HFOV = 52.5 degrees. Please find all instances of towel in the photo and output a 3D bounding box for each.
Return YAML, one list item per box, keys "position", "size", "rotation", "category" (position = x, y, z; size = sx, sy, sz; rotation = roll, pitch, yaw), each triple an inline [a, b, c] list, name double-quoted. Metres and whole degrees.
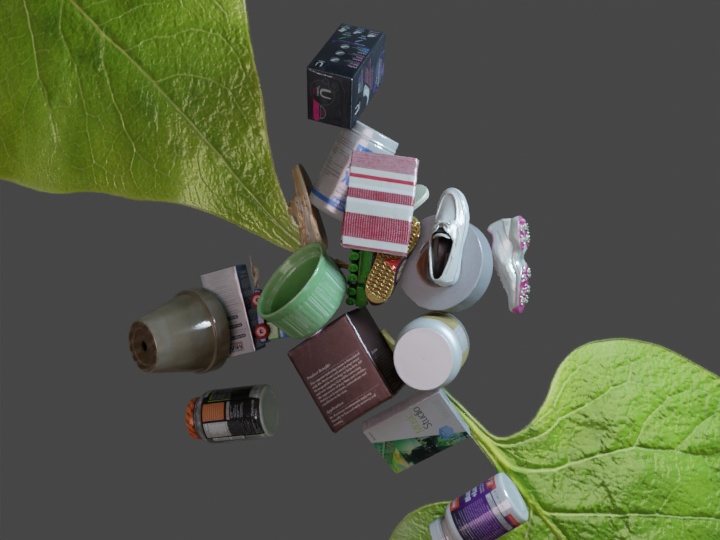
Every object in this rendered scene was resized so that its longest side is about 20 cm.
- position: [0.039, -0.138, 1.492]
  size: [0.141, 0.023, 0.205]
  rotation: [8, 84, -2]
  category: "towel"

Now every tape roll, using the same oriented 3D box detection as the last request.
- position: [0.177, -0.014, 1.544]
  size: [0.197, 0.066, 0.205]
  rotation: [-6, 79, 30]
  category: "tape roll"

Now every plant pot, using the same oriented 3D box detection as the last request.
- position: [-0.421, 0.153, 1.660]
  size: [0.197, 0.172, 0.205]
  rotation: [11, 107, 39]
  category: "plant pot"

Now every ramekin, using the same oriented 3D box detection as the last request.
- position: [-0.121, 0.049, 1.567]
  size: [0.199, 0.201, 0.098]
  rotation: [-40, 115, 14]
  category: "ramekin"

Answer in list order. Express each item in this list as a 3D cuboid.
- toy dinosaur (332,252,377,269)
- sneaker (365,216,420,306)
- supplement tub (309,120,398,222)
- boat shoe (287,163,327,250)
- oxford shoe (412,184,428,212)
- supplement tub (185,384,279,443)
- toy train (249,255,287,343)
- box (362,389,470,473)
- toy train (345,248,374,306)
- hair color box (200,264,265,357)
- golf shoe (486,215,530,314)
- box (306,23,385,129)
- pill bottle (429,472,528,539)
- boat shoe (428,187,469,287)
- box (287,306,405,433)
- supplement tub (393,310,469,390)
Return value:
- position: [0.030, -0.019, 1.590]
  size: [0.197, 0.101, 0.059]
  rotation: [-21, 47, 22]
  category: "toy dinosaur"
- position: [0.062, -0.022, 1.532]
  size: [0.074, 0.090, 0.203]
  rotation: [28, 81, 3]
  category: "sneaker"
- position: [-0.016, -0.213, 1.582]
  size: [0.130, 0.132, 0.203]
  rotation: [29, 102, 12]
  category: "supplement tub"
- position: [-0.132, -0.136, 1.649]
  size: [0.068, 0.074, 0.204]
  rotation: [-15, 89, 11]
  category: "boat shoe"
- position: [0.070, -0.115, 1.607]
  size: [0.199, 0.058, 0.076]
  rotation: [-38, 39, 7]
  category: "oxford shoe"
- position: [-0.297, 0.335, 1.699]
  size: [0.196, 0.122, 0.125]
  rotation: [-8, 91, 16]
  category: "supplement tub"
- position: [-0.190, 0.059, 1.681]
  size: [0.113, 0.085, 0.205]
  rotation: [-7, 87, 2]
  category: "toy train"
- position: [0.122, 0.348, 1.598]
  size: [0.198, 0.037, 0.145]
  rotation: [-30, 113, 17]
  category: "box"
- position: [0.000, 0.000, 1.566]
  size: [0.055, 0.042, 0.203]
  rotation: [5, 132, -1]
  category: "toy train"
- position: [-0.299, 0.096, 1.716]
  size: [0.098, 0.060, 0.204]
  rotation: [-13, 90, 18]
  category: "hair color box"
- position: [0.311, -0.011, 1.542]
  size: [0.090, 0.075, 0.205]
  rotation: [-2, 87, 26]
  category: "golf shoe"
- position: [-0.029, -0.407, 1.526]
  size: [0.104, 0.202, 0.124]
  rotation: [16, 137, 13]
  category: "box"
- position: [0.249, 0.531, 1.565]
  size: [0.199, 0.111, 0.112]
  rotation: [-36, 84, 14]
  category: "pill bottle"
- position: [0.171, -0.071, 1.479]
  size: [0.071, 0.065, 0.205]
  rotation: [7, 85, 32]
  category: "boat shoe"
- position: [-0.023, 0.211, 1.593]
  size: [0.164, 0.164, 0.202]
  rotation: [-32, 85, 16]
  category: "box"
- position: [0.147, 0.167, 1.524]
  size: [0.141, 0.200, 0.148]
  rotation: [1, 94, 15]
  category: "supplement tub"
